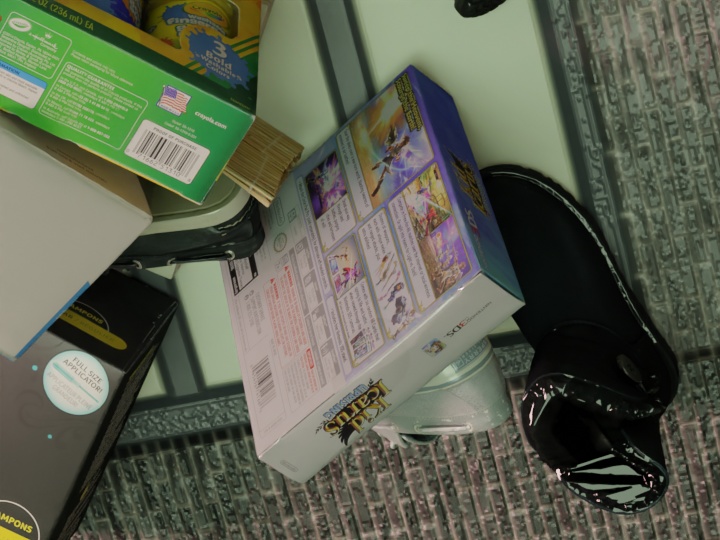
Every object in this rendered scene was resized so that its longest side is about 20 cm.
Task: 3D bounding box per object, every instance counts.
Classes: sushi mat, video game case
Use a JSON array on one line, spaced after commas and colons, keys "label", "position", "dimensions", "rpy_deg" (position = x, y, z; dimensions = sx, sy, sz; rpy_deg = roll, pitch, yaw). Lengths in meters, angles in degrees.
[{"label": "sushi mat", "position": [-0.126, -0.113, 1.317], "dimensions": [0.200, 0.096, 0.012], "rpy_deg": [34, 116, -2]}, {"label": "video game case", "position": [0.000, 0.000, 1.309], "dimensions": [0.181, 0.200, 0.045], "rpy_deg": [-41, 128, 22]}]

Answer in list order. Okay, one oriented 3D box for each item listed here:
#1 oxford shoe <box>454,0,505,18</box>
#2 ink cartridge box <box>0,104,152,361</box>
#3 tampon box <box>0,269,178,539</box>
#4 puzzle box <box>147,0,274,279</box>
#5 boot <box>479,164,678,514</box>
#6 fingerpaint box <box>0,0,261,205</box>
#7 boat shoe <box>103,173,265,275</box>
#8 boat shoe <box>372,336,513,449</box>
[{"label": "oxford shoe", "position": [0.092, -0.245, 1.278], "dimensions": [0.084, 0.073, 0.201], "rpy_deg": [37, 119, 25]}, {"label": "ink cartridge box", "position": [-0.230, -0.074, 1.297], "dimensions": [0.129, 0.200, 0.125], "rpy_deg": [-45, 131, 17]}, {"label": "tampon box", "position": [-0.236, 0.090, 1.423], "dimensions": [0.149, 0.126, 0.201], "rpy_deg": [27, 113, 2]}, {"label": "puzzle box", "position": [-0.147, -0.108, 1.389], "dimensions": [0.132, 0.025, 0.201], "rpy_deg": [24, 112, 3]}, {"label": "boot", "position": [0.122, 0.038, 1.308], "dimensions": [0.076, 0.168, 0.200], "rpy_deg": [-35, 99, 20]}, {"label": "fingerpaint box", "position": [-0.158, -0.149, 1.241], "dimensions": [0.199, 0.167, 0.073], "rpy_deg": [26, 120, -17]}, {"label": "boat shoe", "position": [-0.149, -0.028, 1.369], "dimensions": [0.198, 0.075, 0.066], "rpy_deg": [-8, 137, 22]}, {"label": "boat shoe", "position": [0.025, 0.079, 1.348], "dimensions": [0.201, 0.070, 0.072], "rpy_deg": [-10, 112, 60]}]
